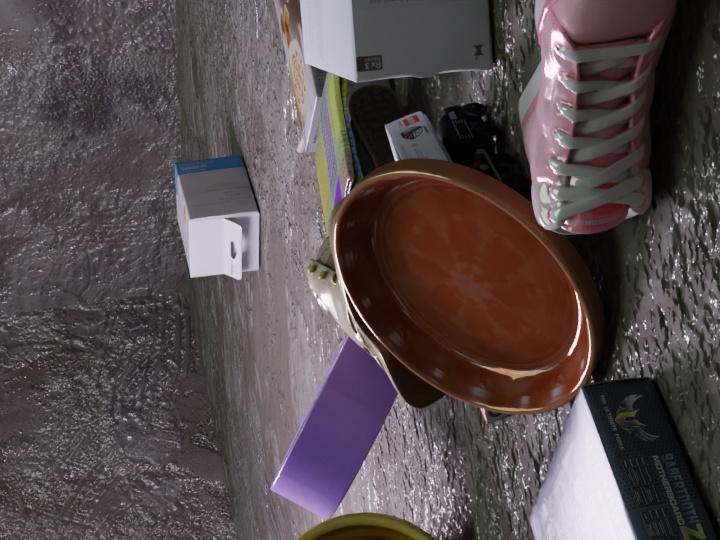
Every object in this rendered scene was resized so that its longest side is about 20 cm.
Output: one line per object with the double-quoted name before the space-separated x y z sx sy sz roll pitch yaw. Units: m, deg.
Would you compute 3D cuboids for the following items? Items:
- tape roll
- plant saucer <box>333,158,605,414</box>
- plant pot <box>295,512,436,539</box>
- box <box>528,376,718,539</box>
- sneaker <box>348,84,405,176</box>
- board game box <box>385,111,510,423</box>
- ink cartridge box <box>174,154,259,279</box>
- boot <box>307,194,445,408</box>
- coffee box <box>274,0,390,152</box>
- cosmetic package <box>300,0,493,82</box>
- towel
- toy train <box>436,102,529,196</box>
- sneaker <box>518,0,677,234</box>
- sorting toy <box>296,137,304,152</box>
"tape roll" -0.013 0.132 1.248 0.202 0.065 0.200 -63 1 2
"plant saucer" 0.072 0.010 0.867 0.199 0.032 0.202 26 140 23
"plant pot" 0.012 0.335 1.249 0.189 0.198 0.204 64 -164 -78
"box" 0.162 0.189 0.764 0.159 0.050 0.202 98 161 -50
"sneaker" 0.032 -0.064 1.197 0.090 0.066 0.202 90 168 -63
"board game box" 0.071 -0.002 0.975 0.127 0.034 0.202 -111 2 -57
"ink cartridge box" -0.250 -0.088 2.292 0.201 0.123 0.130 -111 19 -49
"boot" 0.000 0.000 1.062 0.155 0.072 0.201 45 165 53
"coffee box" -0.033 -0.238 1.333 0.115 0.079 0.202 113 148 -66
"cosmetic package" 0.022 -0.200 1.042 0.200 0.111 0.082 -144 47 -71
"towel" -0.019 -0.093 1.211 0.201 0.022 0.145 101 162 -63
"toy train" 0.095 -0.058 0.938 0.201 0.045 0.034 -111 19 -47
"sneaker" 0.130 -0.083 0.697 0.201 0.074 0.106 95 169 -69
"sorting toy" -0.055 -0.259 1.542 0.185 0.036 0.203 134 132 -74
